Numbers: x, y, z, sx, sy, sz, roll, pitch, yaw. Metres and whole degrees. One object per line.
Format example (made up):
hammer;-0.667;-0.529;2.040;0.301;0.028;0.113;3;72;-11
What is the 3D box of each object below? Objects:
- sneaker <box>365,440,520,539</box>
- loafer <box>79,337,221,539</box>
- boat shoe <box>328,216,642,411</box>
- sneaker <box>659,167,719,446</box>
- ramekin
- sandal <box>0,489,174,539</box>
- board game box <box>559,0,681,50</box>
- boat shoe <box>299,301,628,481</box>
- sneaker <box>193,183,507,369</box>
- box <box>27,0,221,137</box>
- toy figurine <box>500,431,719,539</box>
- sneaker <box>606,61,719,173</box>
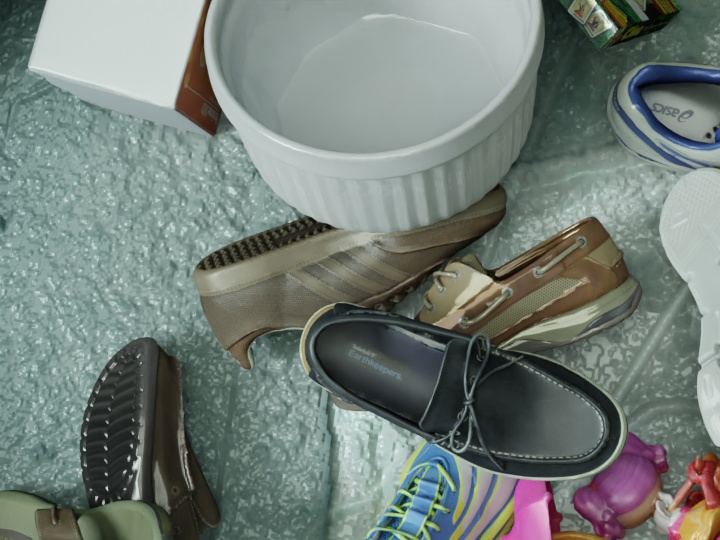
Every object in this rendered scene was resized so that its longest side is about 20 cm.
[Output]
sneaker;0.038;0.165;1.369;0.076;0.105;0.201;29;90;9
loafer;-0.127;0.143;1.421;0.073;0.071;0.201;-15;72;50
boat shoe;0.068;0.025;1.388;0.199;0.076;0.072;-23;100;-4
sneaker;0.241;0.035;1.352;0.077;0.082;0.201;-24;66;33
ramekin;0.013;-0.116;1.365;0.199;0.105;0.201;-4;56;6
sandal;-0.183;0.174;1.375;0.200;0.057;0.080;0;84;44
board game box;0.109;-0.223;1.394;0.023;0.105;0.200;-43;80;33
boat shoe;0.056;0.070;1.320;0.199;0.062;0.075;20;90;7
sneaker;0.000;0.000;1.418;0.199;0.070;0.076;-16;109;4
box;-0.118;-0.197;1.410;0.097;0.124;0.201;16;88;8
toy figurine;0.180;0.160;1.351;0.184;0.150;0.200;30;68;18
sneaker;0.244;-0.078;1.370;0.199;0.088;0.076;10;85;7
